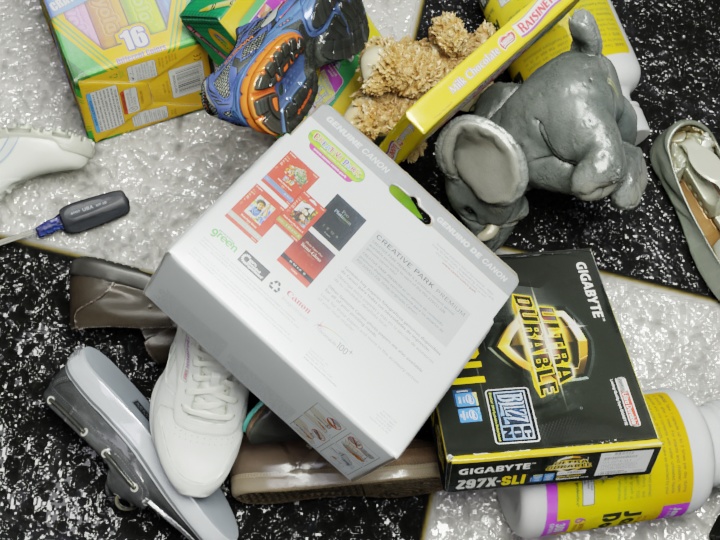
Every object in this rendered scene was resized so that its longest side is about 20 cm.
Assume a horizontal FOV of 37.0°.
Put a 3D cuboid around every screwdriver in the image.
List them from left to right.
[{"bbox_3d":[-0.294,-0.025,0.929,0.199,0.028,0.029,-24,104,-11],"label":"screwdriver"}]

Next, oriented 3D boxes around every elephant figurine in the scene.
[{"bbox_3d":[0.123,-0.092,0.888,0.199,0.141,0.156,-12,71,28],"label":"elephant figurine"}]

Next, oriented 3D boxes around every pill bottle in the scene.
[{"bbox_3d":[0.188,-0.199,0.983,0.111,0.111,0.201,-19,78,-11],"label":"pill bottle"},{"bbox_3d":[0.214,0.153,0.875,0.199,0.104,0.105,-7,72,-7],"label":"pill bottle"}]

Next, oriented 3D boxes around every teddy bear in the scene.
[{"bbox_3d":[0.057,-0.157,0.926,0.067,0.200,0.146,32,106,26],"label":"teddy bear"}]

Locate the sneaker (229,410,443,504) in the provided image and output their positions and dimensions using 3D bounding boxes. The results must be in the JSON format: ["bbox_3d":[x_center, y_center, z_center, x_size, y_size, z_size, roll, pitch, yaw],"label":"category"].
[{"bbox_3d":[-0.007,0.144,0.877,0.199,0.071,0.076,-2,67,-7],"label":"sneaker"}]

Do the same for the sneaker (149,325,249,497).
[{"bbox_3d":[-0.117,0.069,0.809,0.074,0.100,0.201,8,82,-8],"label":"sneaker"}]

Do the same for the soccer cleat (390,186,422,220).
[{"bbox_3d":[0.000,0.000,0.904,0.081,0.067,0.201,45,52,-25],"label":"soccer cleat"}]

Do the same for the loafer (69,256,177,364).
[{"bbox_3d":[-0.151,0.046,0.900,0.199,0.073,0.072,15,83,1],"label":"loafer"}]

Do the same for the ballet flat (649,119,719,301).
[{"bbox_3d":[0.325,-0.046,0.973,0.067,0.064,0.201,-22,75,-12],"label":"ballet flat"}]

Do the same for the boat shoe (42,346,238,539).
[{"bbox_3d":[-0.181,0.155,0.862,0.066,0.070,0.200,-42,86,7],"label":"boat shoe"}]

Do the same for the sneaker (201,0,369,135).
[{"bbox_3d":[-0.057,-0.179,0.825,0.078,0.076,0.200,5,41,30],"label":"sneaker"}]

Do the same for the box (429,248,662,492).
[{"bbox_3d":[0.128,0.072,0.846,0.159,0.049,0.201,-5,47,-3],"label":"box"}]

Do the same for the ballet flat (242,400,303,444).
[{"bbox_3d":[-0.007,0.088,0.860,0.068,0.068,0.200,38,46,14],"label":"ballet flat"}]

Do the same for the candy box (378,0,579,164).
[{"bbox_3d":[0.101,-0.165,0.855,0.200,0.102,0.026,-42,89,-13],"label":"candy box"}]

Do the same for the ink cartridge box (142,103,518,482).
[{"bbox_3d":[-0.016,0.012,0.757,0.200,0.084,0.176,43,59,-2],"label":"ink cartridge box"}]

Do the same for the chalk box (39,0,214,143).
[{"bbox_3d":[-0.221,-0.240,0.955,0.123,0.125,0.201,-21,74,-12],"label":"chalk box"}]

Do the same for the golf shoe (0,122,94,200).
[{"bbox_3d":[-0.326,-0.076,0.928,0.199,0.078,0.098,-4,89,-1],"label":"golf shoe"}]

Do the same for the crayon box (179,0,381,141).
[{"bbox_3d":[-0.048,-0.186,0.921,0.058,0.200,0.119,15,64,44],"label":"crayon box"}]

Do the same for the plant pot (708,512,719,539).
[{"bbox_3d":[0.394,0.205,0.838,0.177,0.200,0.200,-38,79,-5],"label":"plant pot"}]
